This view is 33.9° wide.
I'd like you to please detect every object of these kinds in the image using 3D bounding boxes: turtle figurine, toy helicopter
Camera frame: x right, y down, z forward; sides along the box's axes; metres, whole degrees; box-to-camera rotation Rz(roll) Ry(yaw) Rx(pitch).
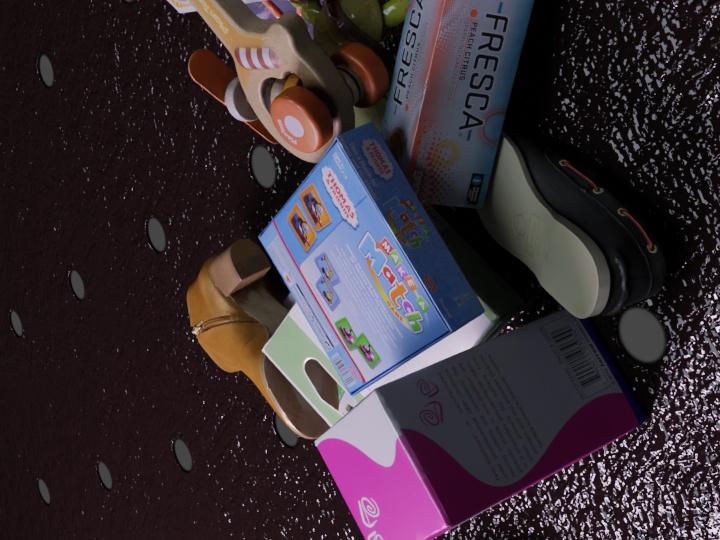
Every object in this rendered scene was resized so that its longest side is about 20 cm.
[{"bbox_3d":[-0.003,-0.195,0.881,0.161,0.064,0.200,-47,70,25],"label":"turtle figurine"},{"bbox_3d":[-0.082,-0.161,0.860,0.200,0.079,0.132,50,151,-5],"label":"toy helicopter"}]

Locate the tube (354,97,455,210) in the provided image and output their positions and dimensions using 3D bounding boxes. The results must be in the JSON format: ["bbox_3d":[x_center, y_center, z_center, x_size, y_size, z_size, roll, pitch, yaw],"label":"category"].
[{"bbox_3d":[0.004,-0.125,0.960,0.200,0.058,0.052,45,125,29],"label":"tube"}]

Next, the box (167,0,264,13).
[{"bbox_3d":[-0.090,-0.273,0.880,0.200,0.113,0.101,7,151,50],"label":"box"}]

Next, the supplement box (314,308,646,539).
[{"bbox_3d":[0.086,0.113,0.833,0.101,0.200,0.103,62,142,14],"label":"supplement box"}]

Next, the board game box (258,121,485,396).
[{"bbox_3d":[0.000,0.000,0.867,0.151,0.037,0.200,60,155,6],"label":"board game box"}]

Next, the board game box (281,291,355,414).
[{"bbox_3d":[-0.006,0.100,1.077,0.200,0.040,0.153,58,141,18],"label":"board game box"}]

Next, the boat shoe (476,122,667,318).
[{"bbox_3d":[0.134,-0.042,0.823,0.201,0.063,0.074,-125,33,-44],"label":"boat shoe"}]

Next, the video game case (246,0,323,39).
[{"bbox_3d":[-0.075,-0.268,0.989,0.200,0.019,0.143,42,112,33],"label":"video game case"}]

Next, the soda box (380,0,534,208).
[{"bbox_3d":[0.067,-0.147,0.817,0.064,0.068,0.200,-130,48,-60],"label":"soda box"}]

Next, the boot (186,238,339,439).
[{"bbox_3d":[-0.096,0.077,1.103,0.201,0.071,0.144,64,150,11],"label":"boot"}]

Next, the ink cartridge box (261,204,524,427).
[{"bbox_3d":[0.021,0.046,0.968,0.146,0.048,0.200,46,127,15],"label":"ink cartridge box"}]
